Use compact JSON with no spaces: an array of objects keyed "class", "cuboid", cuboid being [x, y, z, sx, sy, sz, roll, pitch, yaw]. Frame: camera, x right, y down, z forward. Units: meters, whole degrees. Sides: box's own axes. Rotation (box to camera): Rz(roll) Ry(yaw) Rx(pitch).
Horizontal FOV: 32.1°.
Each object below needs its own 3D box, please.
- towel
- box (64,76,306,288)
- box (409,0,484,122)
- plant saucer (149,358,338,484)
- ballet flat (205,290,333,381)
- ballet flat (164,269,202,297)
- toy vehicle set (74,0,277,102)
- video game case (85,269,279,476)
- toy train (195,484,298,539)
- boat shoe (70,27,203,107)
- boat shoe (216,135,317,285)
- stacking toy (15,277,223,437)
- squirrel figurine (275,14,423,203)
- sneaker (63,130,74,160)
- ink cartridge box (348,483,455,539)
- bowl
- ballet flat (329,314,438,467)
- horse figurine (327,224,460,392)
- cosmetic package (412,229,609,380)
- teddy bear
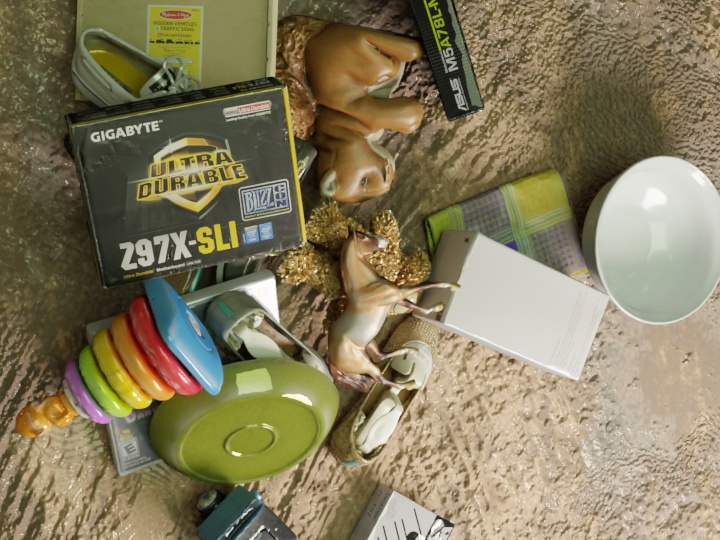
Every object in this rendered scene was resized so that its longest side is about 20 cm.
[{"class":"towel","cuboid":[0.176,-0.029,1.484,0.200,0.023,0.144,-19,102,-22]},{"class":"box","cuboid":[-0.159,-0.082,1.159,0.200,0.049,0.160,-12,115,-15]},{"class":"box","cuboid":[0.082,-0.267,1.332,0.047,0.200,0.193,-20,103,8]},{"class":"plant saucer","cuboid":[-0.116,0.166,1.291,0.200,0.031,0.200,-11,139,-10]},{"class":"ballet flat","cuboid":[-0.085,0.094,1.293,0.067,0.064,0.200,-47,130,-3]},{"class":"ballet flat","cuboid":[-0.181,-0.036,1.298,0.072,0.068,0.200,24,94,-7]},{"class":"toy vehicle set","cuboid":[-0.185,-0.227,1.254,0.200,0.027,0.124,4,93,4]},{"class":"video game case","cuboid":[-0.173,0.107,1.300,0.200,0.023,0.182,-18,122,-22]},{"class":"toy train","cuboid":[-0.095,0.312,1.335,0.087,0.114,0.200,-45,110,-14]},{"class":"boat shoe","cuboid":[-0.187,-0.168,1.192,0.202,0.086,0.075,37,61,5]},{"class":"boat shoe","cuboid":[-0.099,-0.050,1.291,0.060,0.072,0.202,23,119,6]},{"class":"stacking toy","cuboid":[-0.241,0.104,1.190,0.200,0.116,0.110,-32,132,1]},{"class":"squirrel figurine","cuboid":[-0.032,-0.170,1.336,0.200,0.142,0.187,10,103,-6]},{"class":"sneaker","cuboid":[-0.204,-0.094,1.251,0.200,0.076,0.077,30,90,5]},{"class":"ink cartridge box","cuboid":[0.018,0.355,1.427,0.094,0.044,0.200,32,81,-21]},{"class":"bowl","cuboid":[0.342,-0.038,1.520,0.201,0.090,0.201,-1,93,-25]},{"class":"ballet flat","cuboid":[0.040,0.138,1.410,0.071,0.065,0.200,34,80,-24]},{"class":"horse figurine","cuboid":[0.016,0.057,1.324,0.132,0.050,0.200,13,119,-21]},{"class":"cosmetic package","cuboid":[0.173,0.040,1.433,0.200,0.081,0.113,25,84,-23]},{"class":"teddy bear","cuboid":[0.000,0.000,1.350,0.145,0.067,0.200,-50,130,-12]}]
